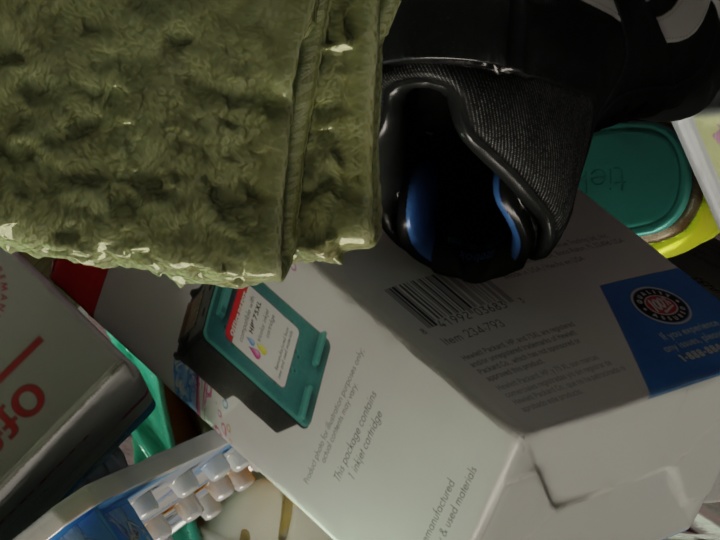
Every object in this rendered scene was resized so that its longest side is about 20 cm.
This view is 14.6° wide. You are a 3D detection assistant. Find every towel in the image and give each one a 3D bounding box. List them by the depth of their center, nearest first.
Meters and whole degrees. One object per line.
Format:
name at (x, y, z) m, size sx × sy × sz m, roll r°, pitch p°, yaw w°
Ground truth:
towel at (-0.087, -0.077, 0.625) m, size 0.200 × 0.149 × 0.036 m, roll 7°, pitch 180°, yaw 8°

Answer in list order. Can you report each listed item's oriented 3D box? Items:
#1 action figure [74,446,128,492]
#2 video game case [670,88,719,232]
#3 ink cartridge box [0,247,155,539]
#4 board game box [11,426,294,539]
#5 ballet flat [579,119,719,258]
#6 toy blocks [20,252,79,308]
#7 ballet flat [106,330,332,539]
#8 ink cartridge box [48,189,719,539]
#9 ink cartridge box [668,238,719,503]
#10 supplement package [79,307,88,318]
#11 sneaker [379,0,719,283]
action figure at (-0.168, 0.113, 0.927) m, size 0.069 × 0.130 × 0.200 m, roll 27°, pitch -145°, yaw 33°
video game case at (0.210, 0.003, 0.875) m, size 0.182 × 0.022 × 0.200 m, roll -2°, pitch 142°, yaw 26°
ink cartridge box at (-0.120, 0.049, 0.766) m, size 0.068 × 0.115 × 0.200 m, roll 45°, pitch 174°, yaw 2°
board game box at (-0.101, 0.110, 0.793) m, size 0.200 × 0.026 × 0.200 m, roll -39°, pitch 173°, yaw 19°
ballet flat at (0.032, -0.027, 0.956) m, size 0.200 × 0.067 × 0.067 m, roll 2°, pitch 179°, yaw 24°
toy blocks at (-0.160, -0.008, 0.975) m, size 0.137 × 0.200 × 0.100 m, roll 2°, pitch 121°, yaw 33°
ballet flat at (-0.039, 0.059, 0.904) m, size 0.067 × 0.200 × 0.070 m, roll -8°, pitch 162°, yaw -32°
ink cartridge box at (0.000, 0.000, 0.776) m, size 0.116 × 0.067 × 0.200 m, roll -13°, pitch -135°, yaw -46°
ink cartridge box at (0.066, 0.034, 0.992) m, size 0.200 × 0.067 × 0.117 m, roll -2°, pitch -161°, yaw -29°
supplement package at (-0.210, 0.053, 1.077) m, size 0.120 × 0.121 × 0.200 m, roll 16°, pitch -151°, yaw 32°
sneaker at (0.043, -0.045, 0.748) m, size 0.073 × 0.112 × 0.200 m, roll 3°, pitch 166°, yaw 25°
